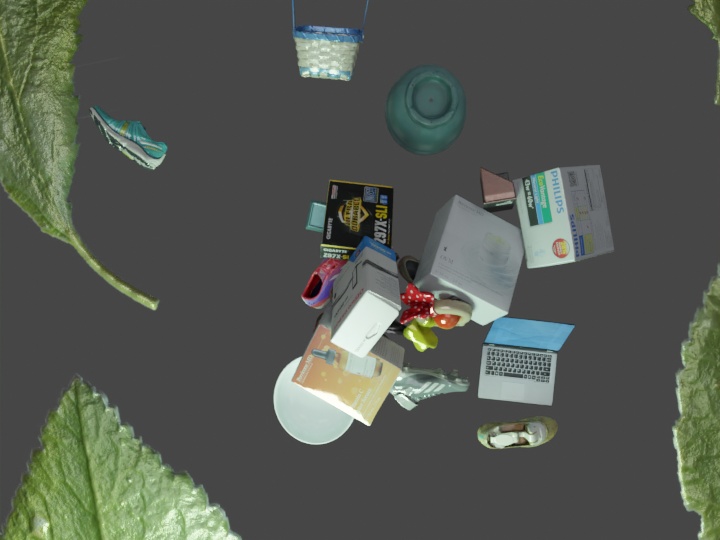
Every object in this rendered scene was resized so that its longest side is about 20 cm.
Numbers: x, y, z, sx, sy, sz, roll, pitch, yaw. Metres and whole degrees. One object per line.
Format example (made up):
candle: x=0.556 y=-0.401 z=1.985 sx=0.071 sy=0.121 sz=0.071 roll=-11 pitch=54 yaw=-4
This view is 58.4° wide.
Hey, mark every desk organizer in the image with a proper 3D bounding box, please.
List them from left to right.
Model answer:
desk organizer: x=0.304 y=-0.180 z=1.437 sx=0.069 sy=0.200 sz=0.080 roll=-8 pitch=88 yaw=10

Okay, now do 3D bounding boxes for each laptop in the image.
laptop: x=0.378 y=0.212 z=1.485 sx=0.181 sy=0.116 sz=0.207 roll=6 pitch=90 yaw=0

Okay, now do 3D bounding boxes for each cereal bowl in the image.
cereal bowl: x=-0.102 y=0.290 z=1.493 sx=0.193 sy=0.083 sz=0.207 roll=0 pitch=91 yaw=-1

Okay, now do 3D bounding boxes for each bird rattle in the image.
bird rattle: x=0.162 y=0.086 z=1.397 sx=0.158 sy=0.202 sz=0.116 roll=-2 pitch=61 yaw=2

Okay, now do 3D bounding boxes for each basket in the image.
basket: x=-0.075 y=-0.542 z=1.452 sx=0.171 sy=0.140 sz=0.205 roll=7 pitch=120 yaw=-1

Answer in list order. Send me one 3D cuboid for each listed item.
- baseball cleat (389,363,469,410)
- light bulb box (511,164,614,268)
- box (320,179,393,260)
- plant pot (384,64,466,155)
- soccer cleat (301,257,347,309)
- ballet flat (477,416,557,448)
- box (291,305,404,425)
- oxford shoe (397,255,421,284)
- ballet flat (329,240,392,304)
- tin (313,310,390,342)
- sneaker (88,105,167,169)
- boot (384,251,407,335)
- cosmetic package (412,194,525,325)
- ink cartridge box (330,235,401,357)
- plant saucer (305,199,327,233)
baseball cleat: x=0.155 y=0.278 z=1.513 sx=0.194 sy=0.070 sz=0.110 roll=11 pitch=97 yaw=9
light bulb box: x=0.452 y=-0.122 z=1.431 sx=0.197 sy=0.123 sz=0.205 roll=-10 pitch=90 yaw=-44
box: x=-0.005 y=-0.112 z=1.455 sx=0.154 sy=0.050 sz=0.204 roll=8 pitch=51 yaw=-3
plant pot: x=0.156 y=-0.377 z=1.470 sx=0.193 sy=0.134 sz=0.207 roll=0 pitch=91 yaw=-1
soccer cleat: x=-0.066 y=-0.004 z=1.487 sx=0.068 sy=0.073 sz=0.203 roll=35 pitch=94 yaw=27
ballet flat: x=0.374 y=0.385 z=1.510 sx=0.193 sy=0.071 sz=0.073 roll=-4 pitch=90 yaw=-1
box: x=-0.025 y=0.202 z=1.381 sx=0.196 sy=0.107 sz=0.155 roll=28 pitch=109 yaw=-2
oxford shoe: x=0.167 y=0.044 z=1.500 sx=0.198 sy=0.075 sz=0.071 roll=37 pitch=90 yaw=-1
ballet flat: x=0.000 y=0.000 z=1.452 sx=0.068 sy=0.067 sz=0.202 roll=37 pitch=91 yaw=27
tin: x=-0.017 y=0.167 z=1.485 sx=0.196 sy=0.113 sz=0.042 roll=27 pitch=129 yaw=-1
sneaker: x=-0.541 y=-0.317 z=1.501 sx=0.198 sy=0.077 sz=0.081 roll=36 pitch=70 yaw=-6
boot: x=0.049 y=0.041 z=1.491 sx=0.196 sy=0.069 sz=0.178 roll=24 pitch=89 yaw=15
cosmetic package: x=0.245 y=-0.022 z=1.437 sx=0.195 sy=0.123 sz=0.205 roll=25 pitch=67 yaw=-9
ink cartridge box: x=0.008 y=0.051 z=1.315 sx=0.083 sy=0.202 sz=0.147 roll=27 pitch=118 yaw=-17
plant saucer: x=-0.030 y=-0.112 z=1.526 sx=0.194 sy=0.019 sz=0.072 roll=13 pitch=90 yaw=-2
